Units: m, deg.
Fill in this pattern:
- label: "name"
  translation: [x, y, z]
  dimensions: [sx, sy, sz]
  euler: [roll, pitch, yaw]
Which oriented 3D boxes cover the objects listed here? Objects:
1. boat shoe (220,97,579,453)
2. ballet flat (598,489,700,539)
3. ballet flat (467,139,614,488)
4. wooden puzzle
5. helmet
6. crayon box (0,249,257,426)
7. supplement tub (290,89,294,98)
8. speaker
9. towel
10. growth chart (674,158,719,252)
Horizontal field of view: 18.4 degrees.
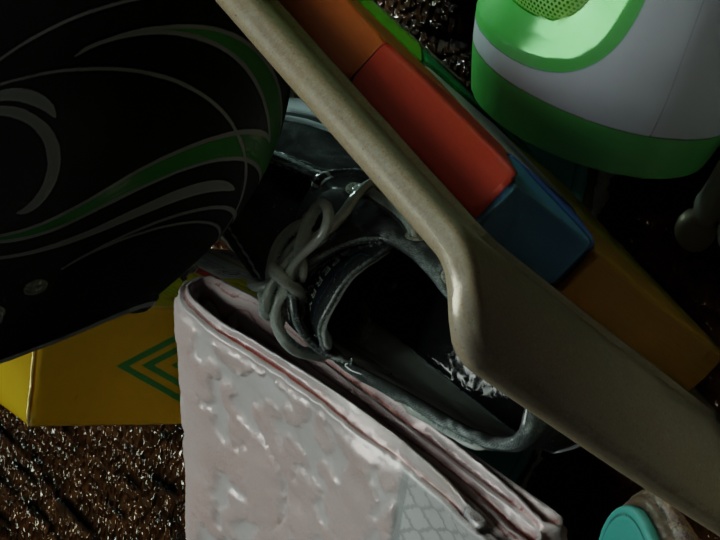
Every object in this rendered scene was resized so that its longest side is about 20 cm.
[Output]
- label: "boat shoe"
  translation: [-0.001, 0.003, 0.752]
  dimensions: [0.199, 0.068, 0.074]
  euler: [40, 121, 31]
- label: "ballet flat"
  translation: [0.112, 0.164, 0.658]
  dimensions: [0.068, 0.067, 0.201]
  euler: [147, 122, -64]
- label: "ballet flat"
  translation: [0.047, 0.017, 0.813]
  dimensions: [0.072, 0.072, 0.200]
  euler: [54, 132, 49]
- label: "wooden puzzle"
  translation: [0.033, -0.026, 0.633]
  dimensions: [0.037, 0.185, 0.200]
  euler: [-42, 52, 11]
- label: "helmet"
  translation: [-0.114, -0.073, 0.713]
  dimensions: [0.200, 0.190, 0.200]
  euler: [19, 119, 40]
- label: "crayon box"
  translation: [-0.091, 0.025, 0.911]
  dimensions: [0.127, 0.200, 0.051]
  euler: [23, 110, 61]
- label: "supplement tub"
  translation: [-0.093, -0.076, 0.926]
  dimensions: [0.200, 0.132, 0.132]
  euler: [-167, 80, -87]
- label: "speaker"
  translation: [0.093, -0.129, 0.605]
  dimensions: [0.088, 0.088, 0.200]
  euler: [53, 133, 50]
- label: "towel"
  translation: [-0.004, 0.124, 0.815]
  dimensions: [0.191, 0.032, 0.200]
  euler: [34, 136, 40]
- label: "growth chart"
  translation: [0.146, 0.034, 0.605]
  dimensions: [0.200, 0.018, 0.145]
  euler: [65, 151, 22]
